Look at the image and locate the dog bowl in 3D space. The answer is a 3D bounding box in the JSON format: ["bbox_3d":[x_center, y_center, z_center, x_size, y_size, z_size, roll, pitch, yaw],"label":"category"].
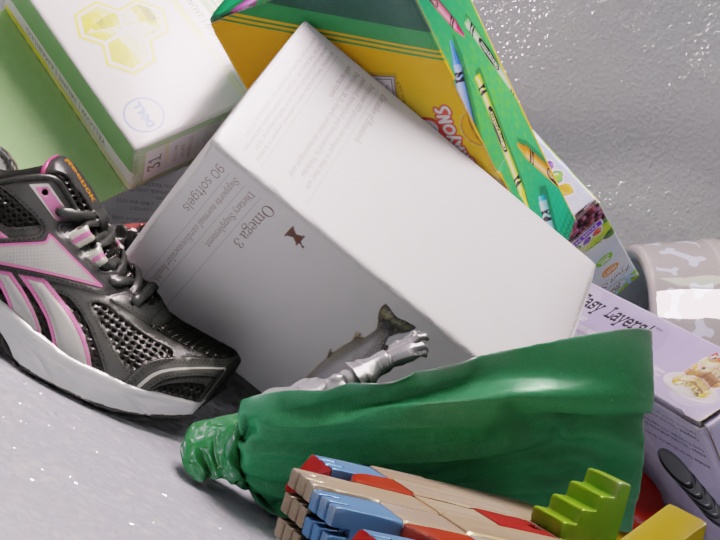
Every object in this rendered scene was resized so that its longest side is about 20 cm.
[{"bbox_3d":[0.201,0.073,0.969,0.058,0.203,0.200,8,10,-5],"label":"dog bowl"}]

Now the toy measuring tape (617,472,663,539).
[{"bbox_3d":[0.151,0.152,0.703,0.199,0.074,0.074,36,9,8],"label":"toy measuring tape"}]

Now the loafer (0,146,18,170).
[{"bbox_3d":[-0.263,-0.077,0.698,0.198,0.072,0.063,22,-35,1],"label":"loafer"}]

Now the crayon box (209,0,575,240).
[{"bbox_3d":[0.021,-0.078,0.755,0.118,0.058,0.201,-12,-59,33],"label":"crayon box"}]

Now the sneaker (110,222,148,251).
[{"bbox_3d":[-0.092,0.011,0.795,0.199,0.072,0.097,6,2,-41],"label":"sneaker"}]

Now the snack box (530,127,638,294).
[{"bbox_3d":[0.087,-0.072,0.902,0.201,0.053,0.142,52,6,27],"label":"snack box"}]

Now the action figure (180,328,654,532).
[{"bbox_3d":[0.021,0.070,0.601,0.197,0.119,0.055,-4,34,-1],"label":"action figure"}]

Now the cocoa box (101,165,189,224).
[{"bbox_3d":[-0.101,-0.086,0.910,0.197,0.135,0.131,5,17,-9],"label":"cocoa box"}]

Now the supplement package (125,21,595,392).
[{"bbox_3d":[0.000,0.000,0.707,0.199,0.117,0.118,38,42,-8],"label":"supplement package"}]

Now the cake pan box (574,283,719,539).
[{"bbox_3d":[0.169,0.108,0.747,0.186,0.052,0.200,65,-13,-22],"label":"cake pan box"}]

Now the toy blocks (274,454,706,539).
[{"bbox_3d":[0.028,0.112,0.498,0.135,0.101,0.200,15,1,-20],"label":"toy blocks"}]

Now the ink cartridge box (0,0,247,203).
[{"bbox_3d":[-0.161,-0.107,0.773,0.199,0.048,0.146,-27,69,-29],"label":"ink cartridge box"}]

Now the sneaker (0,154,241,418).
[{"bbox_3d":[-0.141,-0.005,0.646,0.198,0.087,0.080,28,9,-7],"label":"sneaker"}]
